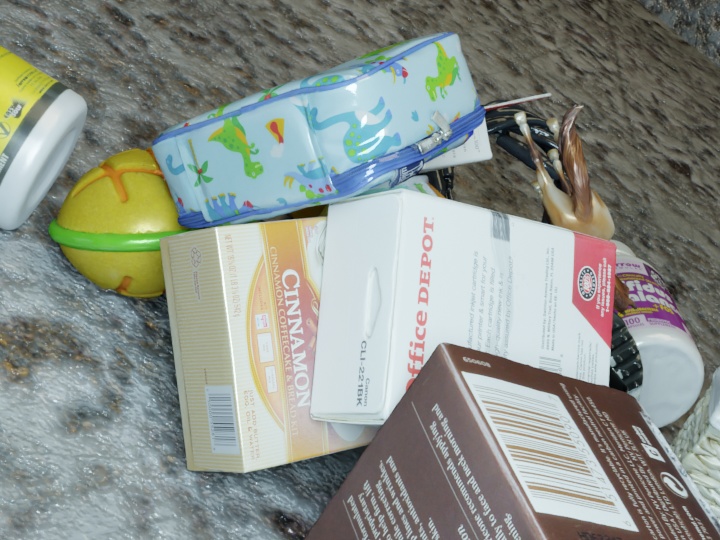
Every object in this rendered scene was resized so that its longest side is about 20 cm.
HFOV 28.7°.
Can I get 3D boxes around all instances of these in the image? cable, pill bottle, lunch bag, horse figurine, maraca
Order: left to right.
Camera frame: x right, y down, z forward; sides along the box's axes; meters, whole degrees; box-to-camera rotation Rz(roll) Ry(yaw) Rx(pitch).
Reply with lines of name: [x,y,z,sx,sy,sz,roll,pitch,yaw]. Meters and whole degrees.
pill bottle: [-0.307,-0.125,1.008,0.199,0.113,0.113,31,25,-4]
maraca: [-0.141,-0.040,1.049,0.136,0.108,0.199,11,18,31]
lunch bag: [-0.025,-0.093,0.944,0.160,0.199,0.083,-33,107,-51]
cable: [0.131,-0.058,1.273,0.161,0.051,0.202,-5,64,-19]
horse figurine: [0.164,-0.048,1.082,0.200,0.049,0.134,64,4,-67]
pill bottle: [0.255,0.054,1.370,0.111,0.113,0.201,24,26,-20]

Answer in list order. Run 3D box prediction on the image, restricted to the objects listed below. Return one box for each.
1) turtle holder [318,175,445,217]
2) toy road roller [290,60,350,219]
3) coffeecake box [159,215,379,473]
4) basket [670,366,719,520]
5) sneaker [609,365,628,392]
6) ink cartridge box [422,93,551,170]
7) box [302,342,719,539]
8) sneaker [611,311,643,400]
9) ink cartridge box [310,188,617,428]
turtle holder: [0.008,-0.002,1.119,0.141,0.184,0.133,-15,97,-61]
toy road roller: [0.007,-0.100,1.303,0.122,0.147,0.200,4,38,-47]
coffeecake box: [-0.026,0.042,0.953,0.199,0.073,0.155,-7,90,-40]
basket: [0.367,0.193,1.242,0.199,0.124,0.136,37,24,5]
sneaker: [0.175,0.121,1.098,0.075,0.084,0.200,51,-4,37]
ink cartridge box: [0.030,-0.097,1.132,0.175,0.199,0.045,-14,95,-41]
box: [0.085,0.181,0.826,0.163,0.201,0.167,16,30,-33]
sneaker: [0.200,0.104,1.188,0.090,0.066,0.201,44,-20,58]
ink cartridge box: [0.071,0.038,0.931,0.199,0.146,0.083,12,-11,-38]
